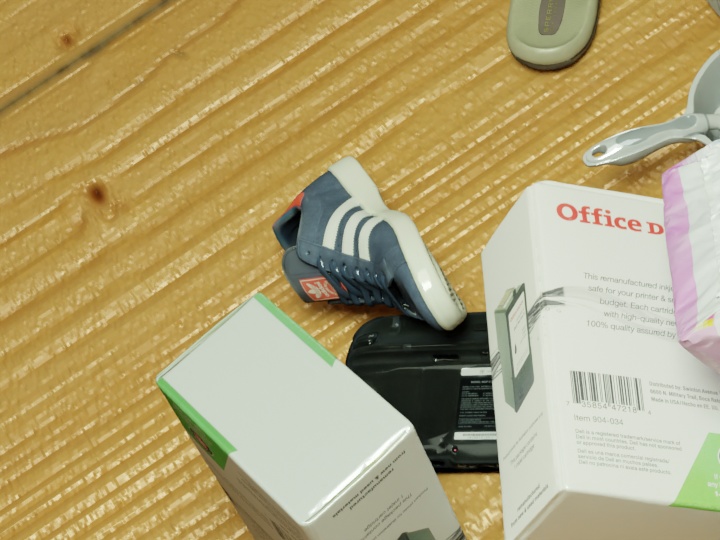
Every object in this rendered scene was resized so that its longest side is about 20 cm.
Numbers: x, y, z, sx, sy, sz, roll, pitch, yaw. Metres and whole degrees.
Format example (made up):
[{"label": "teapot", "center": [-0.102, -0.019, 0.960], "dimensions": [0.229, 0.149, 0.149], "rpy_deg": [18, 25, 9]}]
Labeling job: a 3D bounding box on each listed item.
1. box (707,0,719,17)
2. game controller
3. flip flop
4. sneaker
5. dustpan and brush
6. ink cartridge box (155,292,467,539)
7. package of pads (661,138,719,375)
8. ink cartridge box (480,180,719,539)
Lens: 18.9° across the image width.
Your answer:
[{"label": "box", "center": [0.248, -0.300, 1.436], "dimensions": [0.130, 0.199, 0.201], "rpy_deg": [-29, 51, 1]}, {"label": "game controller", "center": [0.081, 0.075, 1.354], "dimensions": [0.198, 0.042, 0.105], "rpy_deg": [-2, 71, 21]}, {"label": "flip flop", "center": [0.135, -0.233, 1.524], "dimensions": [0.080, 0.058, 0.201], "rpy_deg": [-2, 57, 20]}, {"label": "sneaker", "center": [0.000, 0.000, 1.393], "dimensions": [0.084, 0.075, 0.200], "rpy_deg": [-34, 29, -4]}, {"label": "dustpan and brush", "center": [0.240, -0.095, 1.387], "dimensions": [0.199, 0.057, 0.140], "rpy_deg": [-23, 52, 5]}, {"label": "ink cartridge box", "center": [-0.017, 0.129, 1.248], "dimensions": [0.084, 0.200, 0.146], "rpy_deg": [-41, 53, -13]}, {"label": "package of pads", "center": [0.249, 0.023, 1.211], "dimensions": [0.075, 0.200, 0.121], "rpy_deg": [-25, 48, 33]}, {"label": "ink cartridge box", "center": [0.156, 0.061, 1.250], "dimensions": [0.144, 0.084, 0.201], "rpy_deg": [9, 56, -18]}]
